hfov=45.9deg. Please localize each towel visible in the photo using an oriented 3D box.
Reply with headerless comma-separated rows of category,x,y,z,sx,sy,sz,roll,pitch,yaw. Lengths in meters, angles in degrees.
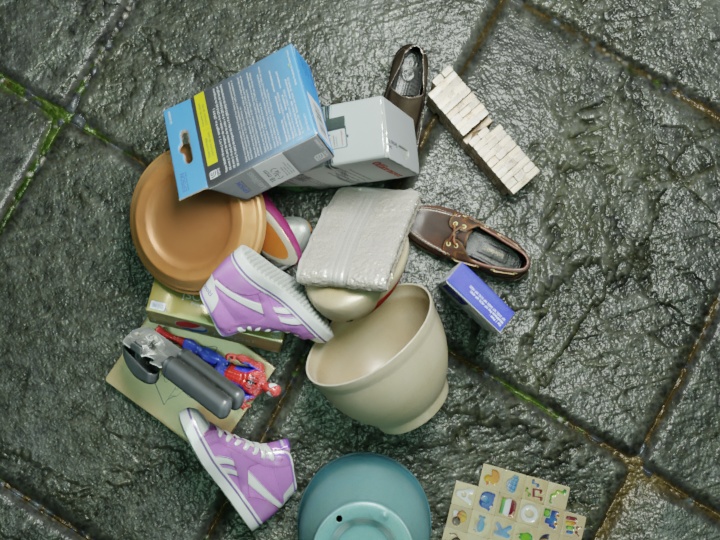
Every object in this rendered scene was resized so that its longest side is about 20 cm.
towel,0.002,-0.049,1.164,0.129,0.035,0.202,4,44,18

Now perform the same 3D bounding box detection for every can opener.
can opener,-0.244,0.144,1.152,0.198,0.053,0.068,32,122,22

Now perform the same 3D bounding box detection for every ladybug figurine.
ladybug figurine,0.000,0.000,1.191,0.133,0.073,0.201,14,47,26

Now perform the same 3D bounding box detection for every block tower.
block tower,0.173,-0.199,1.241,0.054,0.058,0.201,-39,85,-2

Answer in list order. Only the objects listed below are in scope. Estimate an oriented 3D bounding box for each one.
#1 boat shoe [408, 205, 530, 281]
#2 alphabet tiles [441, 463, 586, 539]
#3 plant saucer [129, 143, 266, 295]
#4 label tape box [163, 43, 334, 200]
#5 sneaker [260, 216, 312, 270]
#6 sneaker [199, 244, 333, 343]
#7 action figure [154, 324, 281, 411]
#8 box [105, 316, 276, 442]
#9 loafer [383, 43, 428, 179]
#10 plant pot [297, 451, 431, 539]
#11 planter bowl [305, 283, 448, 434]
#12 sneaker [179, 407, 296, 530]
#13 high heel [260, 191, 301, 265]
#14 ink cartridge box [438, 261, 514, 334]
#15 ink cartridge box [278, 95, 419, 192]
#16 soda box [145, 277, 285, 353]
boat shoe,0.153,-0.045,1.224,0.196,0.070,0.072,20,88,3
alphabet tiles,0.220,0.379,1.226,0.195,0.006,0.171,15,87,2
plant saucer,-0.223,-0.067,1.136,0.195,0.037,0.206,1,94,14
label tape box,-0.145,-0.177,1.092,0.196,0.063,0.147,-23,63,14
sneaker,-0.162,-0.025,1.215,0.196,0.092,0.077,-22,85,-2
sneaker,-0.131,0.058,1.144,0.114,0.073,0.200,-43,124,11
action figure,-0.204,0.138,1.184,0.196,0.099,0.067,20,87,-1
box,-0.247,0.151,1.240,0.198,0.021,0.165,36,87,2
loafer,0.058,-0.236,1.236,0.071,0.071,0.206,6,86,1
plant pot,0.003,0.359,1.140,0.194,0.188,0.206,0,86,1
planter bowl,0.041,0.135,1.165,0.198,0.200,0.136,-34,112,-1
sneaker,-0.164,0.250,1.189,0.113,0.072,0.203,-36,110,-10
high heel,-0.127,-0.084,1.196,0.199,0.095,0.068,40,128,28
ink cartridge box,0.156,0.038,1.152,0.099,0.200,0.039,44,91,2
ink cartridge box,-0.033,-0.168,1.167,0.195,0.146,0.085,-6,85,20
soda box,-0.199,0.058,1.206,0.195,0.068,0.066,15,71,-5
